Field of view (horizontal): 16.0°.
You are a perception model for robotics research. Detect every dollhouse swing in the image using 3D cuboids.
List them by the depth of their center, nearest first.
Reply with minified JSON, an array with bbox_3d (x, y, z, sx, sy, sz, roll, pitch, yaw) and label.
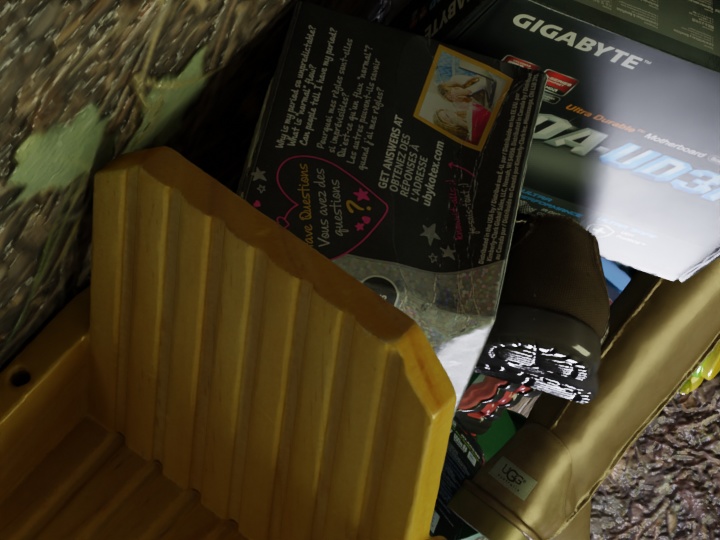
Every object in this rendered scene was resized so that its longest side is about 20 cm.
[{"bbox_3d":[-0.078,0.090,0.978,0.182,0.199,0.176,-46,157,-20],"label":"dollhouse swing"}]

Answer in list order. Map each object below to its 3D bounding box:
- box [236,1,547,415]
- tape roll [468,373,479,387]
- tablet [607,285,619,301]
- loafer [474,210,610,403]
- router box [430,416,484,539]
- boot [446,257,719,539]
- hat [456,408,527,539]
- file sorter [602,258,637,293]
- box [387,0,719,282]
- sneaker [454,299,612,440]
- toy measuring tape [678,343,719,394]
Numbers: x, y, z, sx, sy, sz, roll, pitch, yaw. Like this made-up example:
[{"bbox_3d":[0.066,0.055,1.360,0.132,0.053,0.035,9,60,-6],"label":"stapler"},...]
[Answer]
[{"bbox_3d":[-0.006,0.007,1.092,0.200,0.114,0.133,107,-2,-57],"label":"box"},{"bbox_3d":[0.000,0.068,1.383,0.200,0.048,0.200,-44,-174,6],"label":"tape roll"},{"bbox_3d":[0.174,-0.075,1.555,0.014,0.130,0.201,15,117,-27],"label":"tablet"},{"bbox_3d":[0.086,0.015,1.167,0.200,0.072,0.072,126,-20,-82],"label":"loafer"},{"bbox_3d":[-0.028,0.167,1.418,0.200,0.062,0.150,-42,-173,20],"label":"router box"},{"bbox_3d":[0.139,0.071,1.339,0.200,0.066,0.175,-51,164,-3],"label":"boot"},{"bbox_3d":[0.034,0.045,1.577,0.200,0.164,0.177,-73,160,-62],"label":"hat"},{"bbox_3d":[0.126,-0.077,1.370,0.123,0.138,0.200,-54,168,-1],"label":"file sorter"},{"bbox_3d":[0.105,-0.071,1.128,0.159,0.199,0.046,-40,-141,50],"label":"box"},{"bbox_3d":[0.058,0.048,1.510,0.199,0.087,0.074,-31,154,17],"label":"sneaker"},{"bbox_3d":[0.202,-0.004,1.379,0.073,0.073,0.201,-38,156,-47],"label":"toy measuring tape"}]
